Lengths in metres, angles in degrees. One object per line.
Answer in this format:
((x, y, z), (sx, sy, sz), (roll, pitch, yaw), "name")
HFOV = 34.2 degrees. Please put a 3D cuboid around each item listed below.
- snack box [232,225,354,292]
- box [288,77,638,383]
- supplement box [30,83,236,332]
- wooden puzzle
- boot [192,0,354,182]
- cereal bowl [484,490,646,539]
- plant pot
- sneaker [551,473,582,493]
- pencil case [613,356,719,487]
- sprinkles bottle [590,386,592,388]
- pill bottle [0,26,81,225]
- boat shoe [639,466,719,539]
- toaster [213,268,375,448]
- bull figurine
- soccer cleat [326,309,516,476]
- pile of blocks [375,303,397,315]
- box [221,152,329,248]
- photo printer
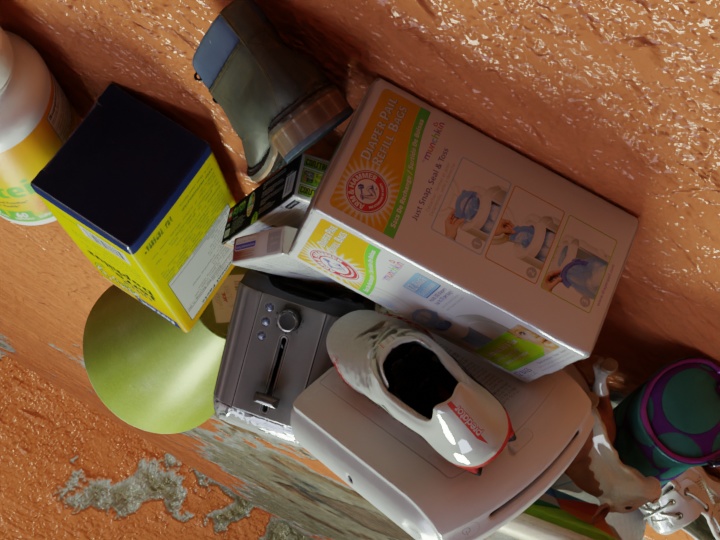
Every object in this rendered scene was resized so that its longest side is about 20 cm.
((0.000, 0.000, 0.929), (0.198, 0.025, 0.071), (13, 165, -37), "snack box")
((0.064, -0.022, 0.784), (0.198, 0.102, 0.113), (28, 161, -5), "box")
((-0.182, -0.047, 1.016), (0.109, 0.109, 0.200), (31, 164, 17), "supplement box")
((0.137, 0.196, 0.967), (0.182, 0.038, 0.200), (20, 177, 3), "wooden puzzle")
((-0.064, -0.121, 0.786), (0.097, 0.074, 0.200), (54, 167, -6), "boot")
((0.191, 0.247, 1.207), (0.199, 0.201, 0.084), (2, 138, 51), "cereal bowl")
((-0.179, 0.058, 1.259), (0.186, 0.189, 0.200), (32, 146, -18), "plant pot")
((0.136, 0.193, 1.099), (0.080, 0.071, 0.200), (41, 148, -16), "sneaker")
((0.255, 0.138, 0.989), (0.091, 0.086, 0.200), (-10, 163, -6), "pencil case")
((0.171, 0.154, 1.172), (0.068, 0.069, 0.200), (31, 161, -16), "sprinkles bottle")
((-0.299, -0.128, 0.971), (0.110, 0.112, 0.200), (21, 161, 14), "pill bottle")
((0.303, 0.222, 1.141), (0.199, 0.070, 0.070), (29, 154, -32), "boat shoe")
((-0.056, 0.069, 1.006), (0.112, 0.131, 0.200), (18, -176, 4), "toaster")
((0.163, 0.104, 0.935), (0.200, 0.064, 0.123), (48, 151, 36), "bull figurine")
((0.029, 0.066, 0.808), (0.200, 0.069, 0.085), (38, 170, 51), "soccer cleat")
((0.023, 0.058, 1.097), (0.061, 0.084, 0.199), (1, 179, -30), "pile of blocks")
((-0.033, -0.038, 0.939), (0.109, 0.035, 0.200), (17, 165, -19), "box")
((0.063, 0.114, 0.872), (0.199, 0.166, 0.070), (28, 147, 49), "photo printer")
